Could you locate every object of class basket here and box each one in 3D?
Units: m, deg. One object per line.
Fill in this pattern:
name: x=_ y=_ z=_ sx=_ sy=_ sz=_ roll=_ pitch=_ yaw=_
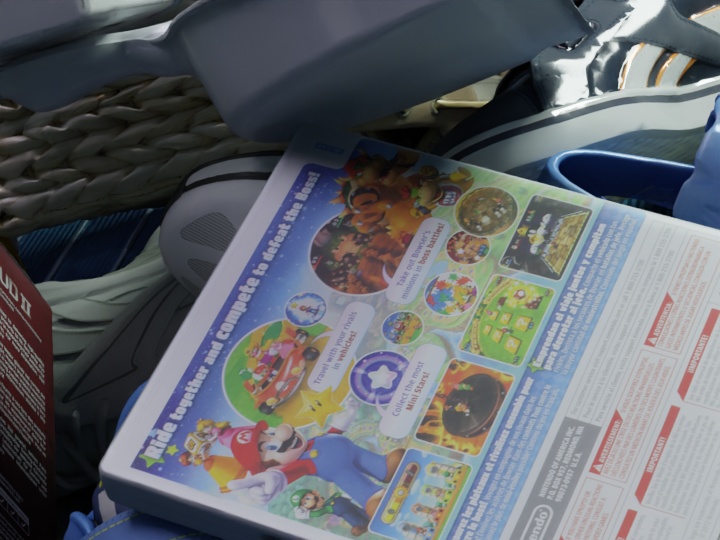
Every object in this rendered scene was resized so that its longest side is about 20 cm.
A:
basket: x=-0.068 y=-0.118 z=1.020 sx=0.198 sy=0.162 sz=0.198 roll=-13 pitch=2 yaw=22

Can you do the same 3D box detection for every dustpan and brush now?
dustpan and brush: x=-0.032 y=-0.072 z=0.748 sx=0.199 sy=0.058 sz=0.140 roll=-22 pitch=-7 yaw=10

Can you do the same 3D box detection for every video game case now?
video game case: x=0.044 y=0.034 z=0.664 sx=0.198 sy=0.018 sz=0.144 roll=16 pitch=55 yaw=20

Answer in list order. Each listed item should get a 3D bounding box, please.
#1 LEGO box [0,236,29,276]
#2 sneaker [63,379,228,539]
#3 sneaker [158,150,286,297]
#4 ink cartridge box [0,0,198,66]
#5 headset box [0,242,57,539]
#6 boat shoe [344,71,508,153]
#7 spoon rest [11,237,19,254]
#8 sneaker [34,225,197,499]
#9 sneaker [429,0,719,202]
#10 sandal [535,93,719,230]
LEGO box: x=-0.261 y=0.040 z=1.033 sx=0.200 sy=0.078 sz=0.148 roll=-37 pitch=25 yaw=-31
sneaker: x=-0.058 y=0.104 z=0.680 sx=0.073 sy=0.083 sz=0.200 roll=-18 pitch=24 yaw=9
sneaker: x=0.000 y=0.036 z=0.719 sx=0.199 sy=0.076 sz=0.115 roll=22 pitch=49 yaw=24
ink cartridge box: x=-0.141 y=-0.112 z=0.826 sx=0.146 sy=0.086 sz=0.200 roll=-16 pitch=6 yaw=13
headset box: x=-0.183 y=0.075 z=0.782 sx=0.148 sy=0.077 sz=0.201 roll=-18 pitch=49 yaw=12
boat shoe: x=0.021 y=-0.070 z=0.884 sx=0.072 sy=0.066 sz=0.199 roll=9 pitch=4 yaw=37
spoon rest: x=-0.237 y=-0.063 z=1.152 sx=0.199 sy=0.100 sz=0.061 roll=29 pitch=57 yaw=31
sneaker: x=-0.082 y=0.044 z=0.856 sx=0.199 sy=0.078 sz=0.099 roll=-35 pitch=40 yaw=-6
sneaker: x=0.089 y=-0.069 z=0.855 sx=0.199 sy=0.080 sz=0.078 roll=-16 pitch=-18 yaw=-39
sandal: x=0.081 y=-0.005 z=0.783 sx=0.199 sy=0.087 sz=0.080 roll=-17 pitch=26 yaw=24
